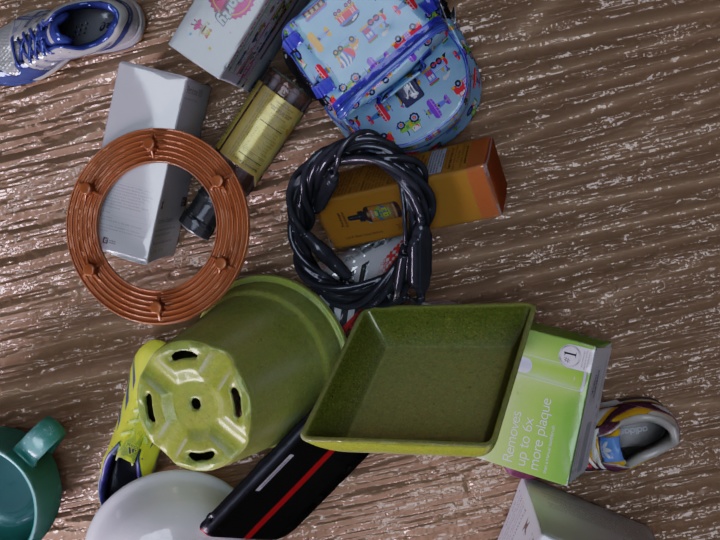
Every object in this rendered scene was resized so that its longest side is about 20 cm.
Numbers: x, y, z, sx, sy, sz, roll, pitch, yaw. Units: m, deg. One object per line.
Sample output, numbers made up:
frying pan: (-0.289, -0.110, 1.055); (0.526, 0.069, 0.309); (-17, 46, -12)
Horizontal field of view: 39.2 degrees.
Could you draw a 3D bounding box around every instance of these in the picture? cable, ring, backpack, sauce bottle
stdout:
cable: (-0.002, -0.053, 1.050); (0.161, 0.051, 0.203); (8, 121, 21)
ring: (-0.211, -0.045, 1.039); (0.197, 0.019, 0.204); (0, 90, 9)
backpack: (0.031, -0.214, 1.073); (0.181, 0.135, 0.201); (-33, 96, 7)
sauce bottle: (-0.132, -0.127, 1.125); (0.064, 0.065, 0.201); (36, 98, 0)

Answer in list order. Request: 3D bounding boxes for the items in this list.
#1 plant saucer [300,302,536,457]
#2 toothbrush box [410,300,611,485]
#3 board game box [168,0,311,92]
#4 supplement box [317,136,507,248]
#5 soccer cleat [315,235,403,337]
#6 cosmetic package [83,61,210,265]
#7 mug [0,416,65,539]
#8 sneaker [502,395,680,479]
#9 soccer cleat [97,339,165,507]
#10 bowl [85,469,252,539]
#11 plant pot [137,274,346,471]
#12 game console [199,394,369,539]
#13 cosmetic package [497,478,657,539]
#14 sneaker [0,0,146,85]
plant saucer: (0.066, 0.114, 1.004); (0.197, 0.201, 0.048); (-2, 126, 25)
toothbrush box: (0.153, 0.126, 1.086); (0.198, 0.086, 0.148); (14, 96, 26)
board game box: (-0.112, -0.266, 1.041); (0.064, 0.200, 0.148); (33, 96, -2)
supplement box: (0.052, -0.082, 1.081); (0.197, 0.069, 0.067); (-11, 123, 20)
soccer cleat: (0.000, 0.000, 1.128); (0.085, 0.069, 0.200); (40, 101, -5)
cosmetic package: (-0.232, -0.118, 1.109); (0.080, 0.113, 0.203); (16, 98, 3)
mug: (-0.405, 0.253, 1.153); (0.182, 0.114, 0.154); (-12, 94, 4)
sneaker: (0.251, 0.188, 1.117); (0.197, 0.090, 0.076); (-18, 94, 5)
soccer cleat: (-0.251, 0.180, 1.151); (0.064, 0.084, 0.203); (16, 96, 2)
bowl: (-0.206, 0.332, 1.124); (0.198, 0.090, 0.204); (-6, 112, -15)
plant pot: (-0.132, 0.119, 1.062); (0.197, 0.184, 0.204); (4, 101, 20)
game console: (-0.067, 0.217, 1.103); (0.200, 0.177, 0.031); (-47, 61, 6)
cosmetic package: (0.226, 0.350, 1.079); (0.164, 0.200, 0.169); (22, 96, 1)
sneaker: (-0.339, -0.261, 1.113); (0.197, 0.088, 0.076); (-19, 96, 7)
